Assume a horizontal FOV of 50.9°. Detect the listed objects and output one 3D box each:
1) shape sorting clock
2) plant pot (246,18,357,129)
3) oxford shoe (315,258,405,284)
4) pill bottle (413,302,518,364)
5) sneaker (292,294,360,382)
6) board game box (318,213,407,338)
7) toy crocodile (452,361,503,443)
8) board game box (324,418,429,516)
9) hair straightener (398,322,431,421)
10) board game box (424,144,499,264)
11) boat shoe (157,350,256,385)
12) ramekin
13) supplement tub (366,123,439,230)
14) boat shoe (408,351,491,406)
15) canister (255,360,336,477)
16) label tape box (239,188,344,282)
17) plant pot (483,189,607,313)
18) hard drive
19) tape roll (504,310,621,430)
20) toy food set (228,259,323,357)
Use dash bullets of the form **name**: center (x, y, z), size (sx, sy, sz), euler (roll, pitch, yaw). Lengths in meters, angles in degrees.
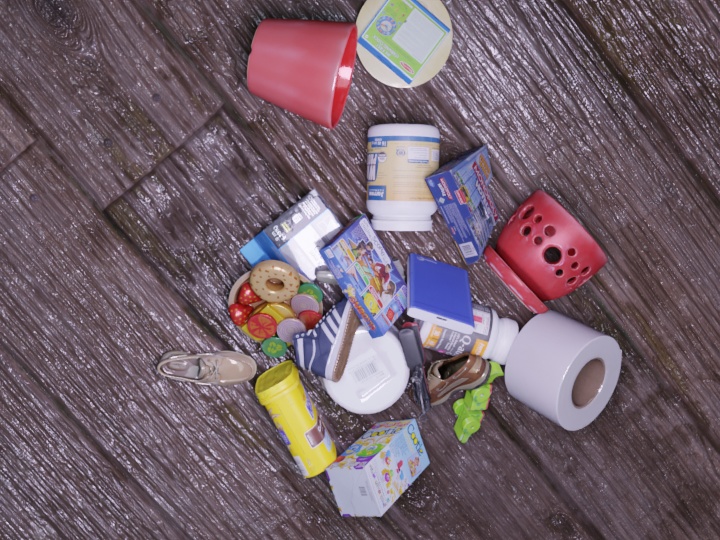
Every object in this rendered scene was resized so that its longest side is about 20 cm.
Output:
- **shape sorting clock**: center (0.086, -0.470, 1.516), size (0.197, 0.039, 0.203), euler (-1, 97, -6)
- **plant pot**: center (-0.112, -0.388, 1.441), size (0.175, 0.200, 0.203), euler (15, 95, 3)
- **oxford shoe**: center (0.000, 0.000, 1.525), size (0.198, 0.075, 0.059), euler (-1, 86, -26)
- **pill bottle**: center (0.214, 0.122, 1.550), size (0.198, 0.116, 0.118), euler (17, 94, -7)
- **sneaker**: center (-0.063, 0.106, 1.471), size (0.107, 0.070, 0.202), euler (13, 78, 24)
- **board game box**: center (0.015, 0.009, 1.449), size (0.034, 0.135, 0.201), euler (-19, 107, 41)
- **toy crocodile**: center (0.239, 0.273, 1.568), size (0.061, 0.068, 0.202), euler (3, 119, -20)
- **board game box**: center (0.037, 0.391, 1.511), size (0.102, 0.199, 0.106), euler (-14, 99, 37)
- **hair straightener**: center (0.105, 0.208, 1.485), size (0.040, 0.077, 0.203), euler (-4, 104, 20)
- **board game box**: center (0.221, -0.152, 1.500), size (0.061, 0.200, 0.201), euler (-13, 118, 34)
- **boat shoe**: center (-0.312, 0.201, 1.537), size (0.197, 0.065, 0.073), euler (6, 95, -5)
- **ramekin**: center (0.008, 0.195, 1.548), size (0.198, 0.098, 0.203), euler (0, 95, -5)
- **supplement tub**: center (0.083, -0.182, 1.493), size (0.143, 0.145, 0.203), euler (0, 95, -5)
- **boat shoe**: center (0.171, 0.213, 1.535), size (0.074, 0.076, 0.199), euler (39, 130, -25)
- **canister**: center (-0.128, 0.298, 1.523), size (0.086, 0.149, 0.202), euler (-27, 100, -1)
- **label tape box**: center (-0.126, -0.046, 1.529), size (0.199, 0.063, 0.145), euler (-39, 98, -1)
- **plant pot**: center (0.359, -0.031, 1.511), size (0.182, 0.201, 0.200), euler (-43, 98, 10)
- **hard drive**: center (0.156, 0.042, 1.498), size (0.130, 0.201, 0.026), euler (17, 120, -7)
- **tape roll**: center (0.406, 0.199, 1.519), size (0.201, 0.139, 0.205), euler (-17, 118, -34)
- **toy food set**: center (-0.166, 0.077, 1.510), size (0.200, 0.049, 0.198), euler (-40, 113, 23)
